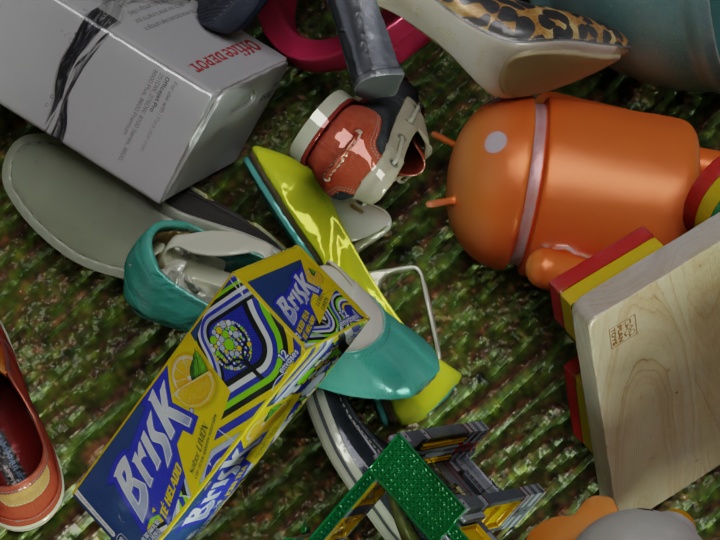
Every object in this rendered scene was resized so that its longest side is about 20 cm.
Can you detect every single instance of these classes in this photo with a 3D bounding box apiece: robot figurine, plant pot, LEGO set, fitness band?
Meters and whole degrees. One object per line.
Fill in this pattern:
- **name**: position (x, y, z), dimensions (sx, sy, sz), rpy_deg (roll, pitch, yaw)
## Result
- **robot figurine**: position (0.140, -0.047, 1.401), dimensions (0.199, 0.117, 0.145), rpy_deg (9, 83, -2)
- **plant pot**: position (0.184, -0.212, 1.453), dimensions (0.133, 0.200, 0.201), rpy_deg (0, 64, 23)
- **LEGO set**: position (0.060, 0.179, 1.240), dimensions (0.200, 0.116, 0.154), rpy_deg (39, 110, 25)
- **fitness band**: position (0.021, -0.208, 1.446), dimensions (0.200, 0.037, 0.144), rpy_deg (-38, 48, 10)

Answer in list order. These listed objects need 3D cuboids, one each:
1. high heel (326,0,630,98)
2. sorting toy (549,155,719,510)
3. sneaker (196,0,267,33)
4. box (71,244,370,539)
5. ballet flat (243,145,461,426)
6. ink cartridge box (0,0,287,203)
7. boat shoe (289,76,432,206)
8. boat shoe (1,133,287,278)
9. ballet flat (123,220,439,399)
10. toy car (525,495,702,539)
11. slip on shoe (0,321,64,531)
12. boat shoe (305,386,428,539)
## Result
- **high heel**: position (0.067, -0.179, 1.363), dimensions (0.199, 0.071, 0.143), rpy_deg (-5, 65, -26)
- **sorting toy**: position (0.208, 0.026, 1.344), dimensions (0.198, 0.201, 0.070), rpy_deg (-30, 49, -14)
- **sneaker**: position (-0.026, -0.221, 1.404), dimensions (0.082, 0.070, 0.201), rpy_deg (38, 78, -32)
- **box**: position (-0.083, 0.080, 1.276), dimensions (0.064, 0.200, 0.070), rpy_deg (46, 33, 13)
- **ballet flat**: position (0.000, 0.000, 1.385), dimensions (0.067, 0.067, 0.201), rpy_deg (-28, 82, -1)
- **ink cartridge box**: position (-0.163, -0.138, 1.383), dimensions (0.199, 0.145, 0.085), rpy_deg (32, 111, 7)
- **boat shoe**: position (0.012, -0.079, 1.374), dimensions (0.062, 0.200, 0.071), rpy_deg (35, 104, 6)
- **boat shoe**: position (-0.130, -0.025, 1.393), dimensions (0.200, 0.061, 0.072), rpy_deg (28, 98, 7)
- **ballet flat**: position (-0.047, 0.020, 1.311), dimensions (0.199, 0.071, 0.068), rpy_deg (18, 48, 6)
- **toy car**: position (0.193, 0.181, 1.285), dimensions (0.199, 0.185, 0.177), rpy_deg (27, 66, 18)
- **slip on shoe**: position (-0.239, 0.063, 1.340), dimensions (0.074, 0.061, 0.201), rpy_deg (-26, 71, -15)
- **boat shoe**: position (0.035, 0.138, 1.329), dimensions (0.062, 0.075, 0.200), rpy_deg (-37, 81, -1)
